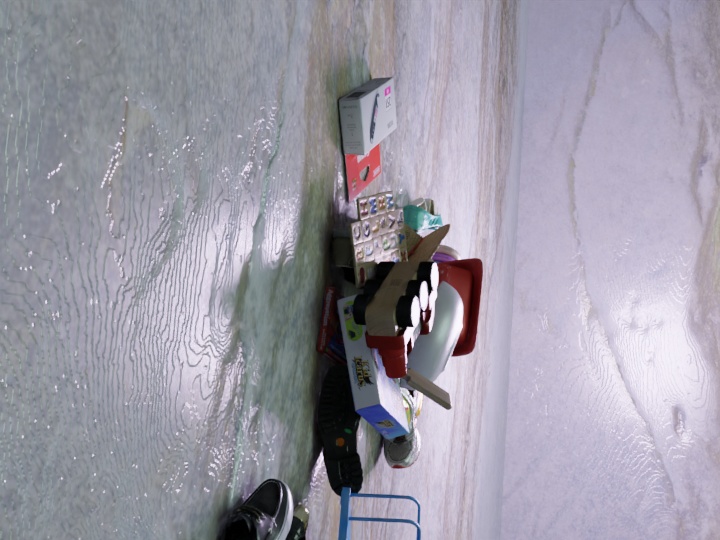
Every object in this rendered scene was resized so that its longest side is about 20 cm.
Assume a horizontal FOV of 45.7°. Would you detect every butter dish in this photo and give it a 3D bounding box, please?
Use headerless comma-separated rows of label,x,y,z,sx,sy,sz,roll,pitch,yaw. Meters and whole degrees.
butter dish,0.126,0.060,1.679,0.147,0.197,0.204,27,64,-45

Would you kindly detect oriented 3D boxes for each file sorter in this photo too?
file sorter,0.025,0.433,1.205,0.201,0.120,0.141,-85,177,-60

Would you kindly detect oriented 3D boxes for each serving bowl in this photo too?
serving bowl,0.135,0.125,1.510,0.200,0.065,0.203,24,89,-81

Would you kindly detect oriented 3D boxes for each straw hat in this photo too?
straw hat,0.069,-0.039,1.578,0.085,0.201,0.202,42,34,-8

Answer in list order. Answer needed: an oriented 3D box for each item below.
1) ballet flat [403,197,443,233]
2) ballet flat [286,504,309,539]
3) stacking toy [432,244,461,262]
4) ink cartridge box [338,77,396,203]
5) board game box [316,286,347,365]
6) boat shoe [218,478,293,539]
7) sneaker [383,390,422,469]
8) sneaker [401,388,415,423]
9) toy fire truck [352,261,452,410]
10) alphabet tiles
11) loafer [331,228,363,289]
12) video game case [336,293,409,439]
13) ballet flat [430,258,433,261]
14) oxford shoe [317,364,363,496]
ballet flat,0.136,-0.118,1.803,0.200,0.066,0.072,-14,114,-70
ballet flat,-0.098,0.425,1.179,0.067,0.056,0.203,68,30,-53
stacking toy,0.168,0.046,1.918,0.086,0.084,0.203,66,36,-53
ink cartridge box,0.019,-0.229,1.479,0.200,0.043,0.177,-50,138,-62
board game box,-0.025,0.107,1.422,0.200,0.019,0.105,48,46,-65
boat shoe,-0.141,0.322,1.034,0.201,0.069,0.067,-56,146,-45
sneaker,0.077,0.296,1.689,0.083,0.076,0.203,64,24,-48
sneaker,0.041,0.240,1.575,0.091,0.077,0.202,-60,142,-40
toy fire truck,0.083,0.105,1.340,0.176,0.126,0.204,-54,140,-57
alphabet tiles,0.033,-0.040,1.397,0.199,0.006,0.170,-22,108,-61
loafer,0.000,0.000,1.418,0.200,0.074,0.071,43,55,-54
video game case,0.023,0.160,1.388,0.200,0.045,0.185,55,23,-62
ballet flat,0.094,0.073,1.574,0.068,0.067,0.202,31,90,-37
oxford shoe,-0.037,0.252,1.358,0.084,0.071,0.205,135,-44,-77
